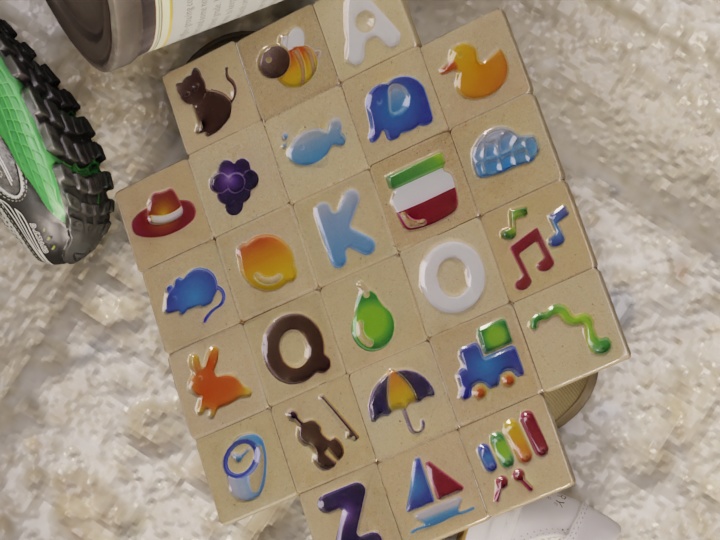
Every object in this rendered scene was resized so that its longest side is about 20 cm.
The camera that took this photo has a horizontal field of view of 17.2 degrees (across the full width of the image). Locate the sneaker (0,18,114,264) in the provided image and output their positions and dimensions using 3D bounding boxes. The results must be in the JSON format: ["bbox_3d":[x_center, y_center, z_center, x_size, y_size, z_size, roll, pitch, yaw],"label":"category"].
[{"bbox_3d":[-0.170,-0.070,0.903,0.085,0.078,0.200,-46,72,2],"label":"sneaker"}]

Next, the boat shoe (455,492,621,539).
[{"bbox_3d":[0.047,0.174,0.854,0.069,0.071,0.201,16,79,5],"label":"boat shoe"}]

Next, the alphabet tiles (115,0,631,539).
[{"bbox_3d":[0.000,0.000,0.853,0.166,0.006,0.200,-25,75,21],"label":"alphabet tiles"}]

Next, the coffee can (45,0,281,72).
[{"bbox_3d":[-0.027,-0.174,0.860,0.200,0.146,0.147,-22,81,-15],"label":"coffee can"}]

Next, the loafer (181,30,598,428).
[{"bbox_3d":[0.012,-0.021,0.890,0.200,0.067,0.076,40,82,6],"label":"loafer"}]
